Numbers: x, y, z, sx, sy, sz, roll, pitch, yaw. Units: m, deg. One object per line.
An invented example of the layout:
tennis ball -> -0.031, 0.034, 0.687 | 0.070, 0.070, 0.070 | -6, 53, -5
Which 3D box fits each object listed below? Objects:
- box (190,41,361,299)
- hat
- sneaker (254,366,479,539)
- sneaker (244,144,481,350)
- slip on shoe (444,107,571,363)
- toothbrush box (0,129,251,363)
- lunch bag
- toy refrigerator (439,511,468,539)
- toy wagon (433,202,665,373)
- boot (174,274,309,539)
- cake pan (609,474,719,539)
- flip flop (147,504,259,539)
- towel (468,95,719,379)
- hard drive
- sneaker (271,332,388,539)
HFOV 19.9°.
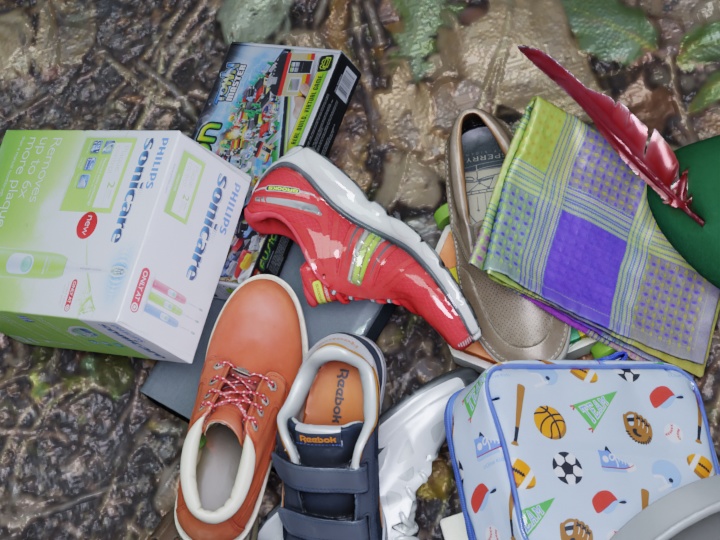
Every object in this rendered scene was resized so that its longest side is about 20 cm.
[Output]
box -> -0.084, -0.075, 1.543 | 0.109, 0.035, 0.201 | 8, 68, 34
hat -> 0.208, -0.042, 1.439 | 0.174, 0.166, 0.202 | -3, 75, 11
sneaker -> 0.032, 0.167, 1.464 | 0.200, 0.076, 0.116 | -41, 79, 4
sneaker -> 0.000, 0.000, 1.452 | 0.200, 0.077, 0.085 | 39, 81, 18
slip on shoe -> 0.102, -0.022, 1.466 | 0.075, 0.061, 0.202 | -10, 71, 6
toothbrush box -> -0.194, -0.021, 1.501 | 0.199, 0.086, 0.147 | 5, 71, 41
lunch bag -> 0.158, 0.134, 1.399 | 0.199, 0.076, 0.161 | 3, 60, -31
toy refrigerator -> 0.113, 0.264, 1.408 | 0.069, 0.076, 0.201 | -19, 71, 3
toy wagon -> 0.147, -0.003, 1.505 | 0.199, 0.040, 0.156 | -23, 71, 2
boot -> -0.081, 0.090, 1.410 | 0.074, 0.107, 0.202 | 11, 73, 3
cake pan -> 0.223, 0.211, 1.354 | 0.199, 0.201, 0.037 | -33, 45, -2
flip flop -> -0.129, 0.217, 1.458 | 0.081, 0.057, 0.202 | 10, 80, 49
towel -> 0.181, -0.022, 1.459 | 0.199, 0.023, 0.145 | 27, 72, -20
hard drive -> -0.056, 0.037, 1.518 | 0.139, 0.033, 0.201 | 25, 78, 29
sneaker -> -0.023, 0.142, 1.401 | 0.078, 0.079, 0.202 | 0, 86, 12
